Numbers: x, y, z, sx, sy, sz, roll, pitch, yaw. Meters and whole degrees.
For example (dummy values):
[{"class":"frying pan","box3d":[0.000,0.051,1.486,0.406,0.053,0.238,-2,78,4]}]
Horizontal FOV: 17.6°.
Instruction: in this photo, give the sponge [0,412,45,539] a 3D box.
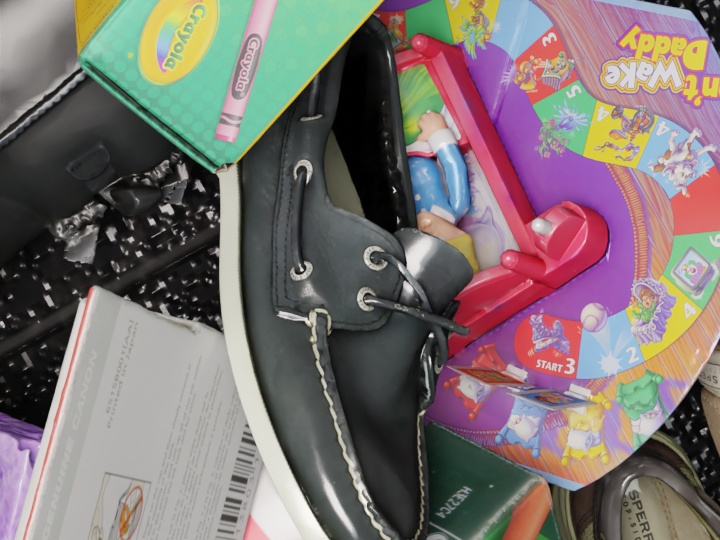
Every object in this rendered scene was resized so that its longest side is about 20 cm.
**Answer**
[{"class":"sponge","box3d":[-0.166,0.088,0.767,0.030,0.200,0.112,5,97,-44]}]

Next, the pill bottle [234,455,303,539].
[{"class":"pill bottle","box3d":[-0.084,0.140,0.795,0.200,0.111,0.111,-42,93,5]}]

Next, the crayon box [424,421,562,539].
[{"class":"crayon box","box3d":[0.021,0.165,0.750,0.127,0.051,0.200,-41,135,-27]}]

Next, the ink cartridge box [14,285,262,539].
[{"class":"ink cartridge box","box3d":[-0.086,0.107,0.651,0.043,0.174,0.201,13,84,17]}]

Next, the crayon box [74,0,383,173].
[{"class":"crayon box","box3d":[-0.001,-0.136,0.678,0.058,0.119,0.200,38,105,-22]}]

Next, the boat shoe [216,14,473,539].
[{"class":"boat shoe","box3d":[0.001,0.001,0.702,0.066,0.200,0.075,-26,137,19]}]

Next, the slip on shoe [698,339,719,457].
[{"class":"slip on shoe","box3d":[0.215,0.030,0.791,0.199,0.076,0.061,-14,100,-4]}]

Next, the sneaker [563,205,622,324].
[{"class":"sneaker","box3d":[0.144,-0.030,0.784,0.200,0.088,0.081,-30,93,3]}]

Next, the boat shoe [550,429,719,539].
[{"class":"boat shoe","box3d":[0.125,0.150,0.813,0.073,0.065,0.200,-30,95,3]}]

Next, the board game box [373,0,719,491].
[{"class":"board game box","box3d":[0.028,-0.023,0.760,0.199,0.039,0.159,17,91,32]}]

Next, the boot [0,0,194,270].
[{"class":"boot","box3d":[-0.135,-0.084,0.770,0.162,0.073,0.199,-35,115,1]}]
